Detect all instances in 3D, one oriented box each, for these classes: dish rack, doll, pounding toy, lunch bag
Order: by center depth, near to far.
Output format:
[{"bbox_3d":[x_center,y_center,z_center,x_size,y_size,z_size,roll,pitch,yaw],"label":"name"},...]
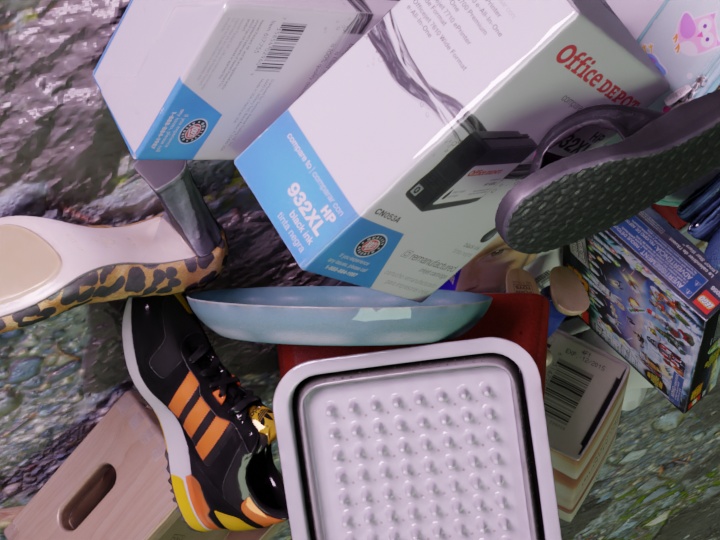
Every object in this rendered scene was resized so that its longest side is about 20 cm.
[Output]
[{"bbox_3d":[0.250,-0.115,0.932,0.199,0.077,0.161,1,137,-41],"label":"lunch bag"},{"bbox_3d":[0.040,0.144,0.953,0.171,0.201,0.044,-7,-172,6],"label":"dish rack"},{"bbox_3d":[-0.194,0.194,1.178,0.200,0.142,0.184,-47,150,10],"label":"pounding toy"},{"bbox_3d":[0.100,0.071,1.179,0.136,0.049,0.200,-3,146,-25],"label":"doll"}]

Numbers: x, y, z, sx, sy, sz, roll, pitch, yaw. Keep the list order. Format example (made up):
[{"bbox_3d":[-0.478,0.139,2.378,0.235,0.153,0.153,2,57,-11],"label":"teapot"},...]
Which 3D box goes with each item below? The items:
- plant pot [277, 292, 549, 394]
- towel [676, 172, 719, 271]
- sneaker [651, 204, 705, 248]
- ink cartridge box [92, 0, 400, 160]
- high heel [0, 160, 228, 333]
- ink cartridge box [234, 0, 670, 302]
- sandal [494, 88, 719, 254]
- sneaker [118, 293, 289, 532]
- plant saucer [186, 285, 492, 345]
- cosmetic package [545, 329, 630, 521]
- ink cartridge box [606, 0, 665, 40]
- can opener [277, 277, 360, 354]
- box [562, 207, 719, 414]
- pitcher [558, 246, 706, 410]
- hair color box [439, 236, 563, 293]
[{"bbox_3d":[0.039,0.148,1.084,0.199,0.177,0.200,-1,137,4],"label":"plant pot"},{"bbox_3d":[0.285,-0.082,0.890,0.111,0.049,0.200,9,126,-44],"label":"towel"},{"bbox_3d":[0.201,-0.057,1.188,0.071,0.113,0.200,-35,-175,-9],"label":"sneaker"},{"bbox_3d":[-0.034,-0.124,0.836,0.200,0.068,0.116,-4,143,-42],"label":"ink cartridge box"},{"bbox_3d":[-0.176,0.014,0.934,0.200,0.071,0.143,-31,152,-8],"label":"high heel"},{"bbox_3d":[0.054,-0.082,0.828,0.200,0.084,0.145,-42,153,18],"label":"ink cartridge box"},{"bbox_3d":[0.141,-0.063,0.816,0.200,0.048,0.075,-23,151,-33],"label":"sandal"},{"bbox_3d":[-0.097,0.090,1.028,0.090,0.201,0.070,-4,-157,27],"label":"sneaker"},{"bbox_3d":[-0.014,0.029,0.971,0.199,0.028,0.200,1,-177,0],"label":"plant saucer"},{"bbox_3d":[0.177,0.141,1.330,0.104,0.087,0.200,-59,164,-17],"label":"cosmetic package"},{"bbox_3d":[0.194,-0.149,0.996,0.199,0.086,0.148,-22,151,-11],"label":"ink cartridge box"},{"bbox_3d":[0.000,0.000,1.105,0.200,0.079,0.063,-49,-175,38],"label":"can opener"},{"bbox_3d":[0.210,0.018,1.104,0.040,0.137,0.200,-40,157,-11],"label":"box"},{"bbox_3d":[0.238,0.054,1.361,0.171,0.122,0.200,3,153,-22],"label":"pitcher"},{"bbox_3d":[0.103,-0.004,1.176,0.109,0.065,0.200,-19,149,-18],"label":"hair color box"}]
